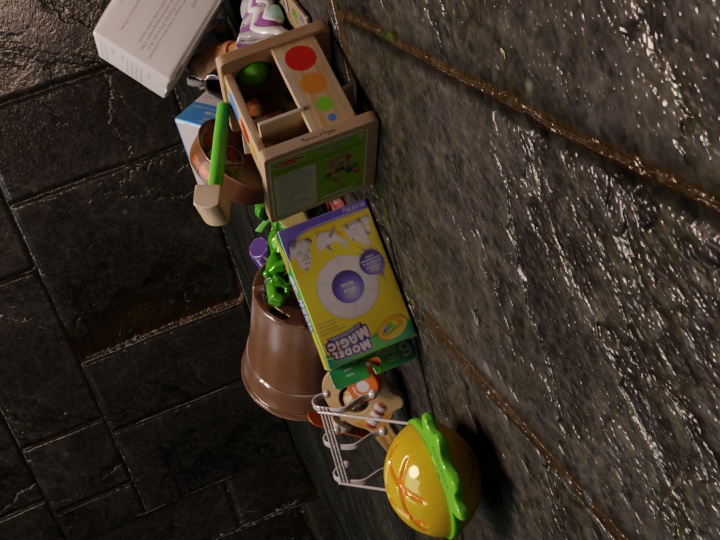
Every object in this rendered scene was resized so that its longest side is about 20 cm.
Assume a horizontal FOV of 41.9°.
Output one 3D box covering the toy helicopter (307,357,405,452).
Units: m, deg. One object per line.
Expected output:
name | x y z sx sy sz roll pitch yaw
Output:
toy helicopter | 0.016 0.217 1.330 0.201 0.132 0.079 54 -158 -10

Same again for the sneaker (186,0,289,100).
sneaker | -0.148 -0.257 1.137 0.078 0.139 0.201 82 162 -51

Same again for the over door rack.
over door rack | 0.038 0.239 1.254 0.199 0.067 0.149 11 129 35

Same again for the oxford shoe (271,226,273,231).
oxford shoe | -0.104 -0.062 1.507 0.200 0.075 0.058 -155 42 -81

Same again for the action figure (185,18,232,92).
action figure | -0.233 -0.342 1.625 0.200 0.104 0.195 -13 -91 -74

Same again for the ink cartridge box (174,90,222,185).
ink cartridge box | -0.139 -0.200 1.223 0.067 0.200 0.117 18 141 29

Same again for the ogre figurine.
ogre figurine | -0.095 -0.061 1.292 0.120 0.097 0.201 -103 9 -58

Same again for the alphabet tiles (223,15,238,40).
alphabet tiles | -0.195 -0.332 1.619 0.167 0.006 0.201 89 157 -59

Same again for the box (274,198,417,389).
box | -0.014 0.030 1.113 0.048 0.117 0.201 164 85 -80

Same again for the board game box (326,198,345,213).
board game box | 0.000 0.000 1.248 0.103 0.019 0.201 94 153 -63

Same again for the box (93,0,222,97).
box | -0.298 -0.389 1.432 0.130 0.201 0.199 32 176 -13

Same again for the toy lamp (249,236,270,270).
toy lamp | -0.109 -0.002 1.482 0.200 0.058 0.058 34 -155 -58

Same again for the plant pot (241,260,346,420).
plant pot | -0.085 0.085 1.409 0.199 0.199 0.201 93 155 -48

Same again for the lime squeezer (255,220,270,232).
lime squeezer | -0.097 -0.148 1.351 0.038 0.070 0.202 -15 -62 -67

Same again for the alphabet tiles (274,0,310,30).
alphabet tiles | -0.075 -0.258 1.175 0.167 0.007 0.201 -123 16 -46

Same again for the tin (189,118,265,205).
tin | -0.115 -0.133 1.117 0.112 0.199 0.042 48 126 19

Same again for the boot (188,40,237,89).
boot | -0.166 -0.265 1.442 0.154 0.074 0.200 -2 140 51

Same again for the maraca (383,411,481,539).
maraca | 0.082 0.224 1.027 0.200 0.106 0.138 101 147 -69

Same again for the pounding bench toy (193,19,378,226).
pounding bench toy | -0.103 -0.152 0.997 0.124 0.199 0.157 92 154 -64
